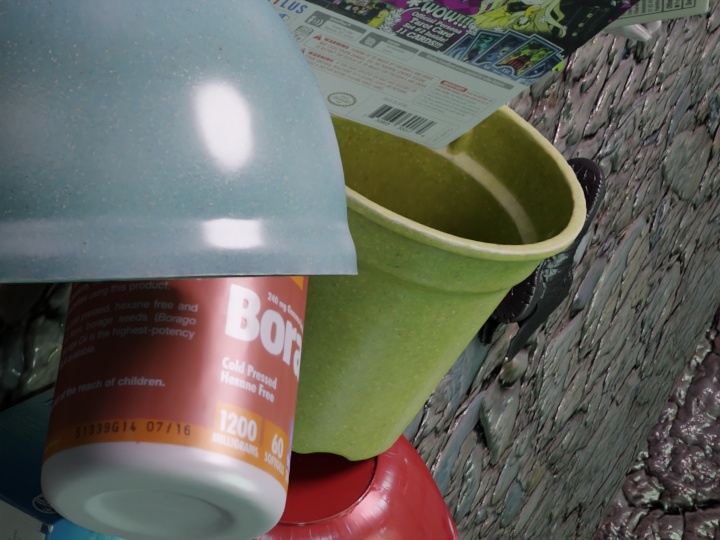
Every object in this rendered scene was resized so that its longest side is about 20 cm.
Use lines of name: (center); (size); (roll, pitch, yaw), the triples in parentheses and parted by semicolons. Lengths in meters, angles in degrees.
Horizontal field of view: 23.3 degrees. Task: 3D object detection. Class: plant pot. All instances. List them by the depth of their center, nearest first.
plant pot: (-0.102, -0.062, 0.667); (0.200, 0.200, 0.135); (-2, 91, -68)
plant pot: (0.000, 0.000, 0.995); (0.200, 0.200, 0.185); (-32, 152, -56)

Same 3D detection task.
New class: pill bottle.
pill bottle: (-0.082, 0.019, 0.821); (0.112, 0.112, 0.201); (74, 19, -63)

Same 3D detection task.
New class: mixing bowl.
mixing bowl: (-0.035, 0.146, 1.064); (0.200, 0.200, 0.109); (-49, 154, -35)

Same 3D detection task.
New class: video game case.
video game case: (0.017, -0.134, 0.788); (0.200, 0.036, 0.181); (15, 144, -35)

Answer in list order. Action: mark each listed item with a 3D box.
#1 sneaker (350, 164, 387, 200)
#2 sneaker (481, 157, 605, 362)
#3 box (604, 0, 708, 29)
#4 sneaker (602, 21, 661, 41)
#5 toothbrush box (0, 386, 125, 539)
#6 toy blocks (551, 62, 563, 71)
sneaker: (-0.006, 0.011, 1.118); (0.078, 0.075, 0.201); (-53, 151, -49)
sneaker: (0.167, -0.009, 1.599); (0.200, 0.060, 0.104); (-60, 160, 6)
box: (0.067, -0.188, 0.855); (0.128, 0.199, 0.109); (76, 6, -62)
sneaker: (0.209, -0.262, 1.326); (0.075, 0.087, 0.200); (-47, 154, -34)
toothbrush box: (-0.152, 0.142, 0.922); (0.200, 0.085, 0.147); (-26, 138, -59)
toy blocks: (0.066, -0.160, 1.109); (0.137, 0.100, 0.200); (-44, 155, -17)
